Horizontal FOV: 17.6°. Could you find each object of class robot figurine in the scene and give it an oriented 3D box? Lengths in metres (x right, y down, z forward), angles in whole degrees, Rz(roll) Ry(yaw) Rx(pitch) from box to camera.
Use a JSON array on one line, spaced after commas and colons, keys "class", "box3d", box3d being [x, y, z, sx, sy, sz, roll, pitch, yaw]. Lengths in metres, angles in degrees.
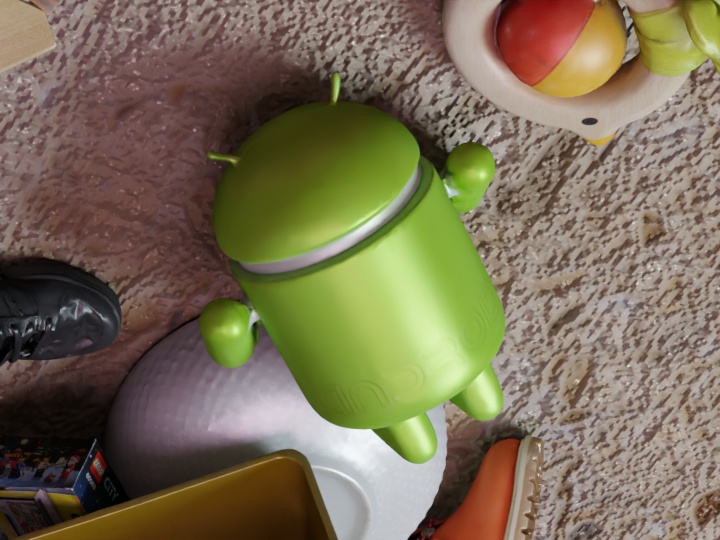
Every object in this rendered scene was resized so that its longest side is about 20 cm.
[{"class": "robot figurine", "box3d": [0.000, 0.000, 1.201, 0.175, 0.116, 0.200, -33, 115, -7]}]

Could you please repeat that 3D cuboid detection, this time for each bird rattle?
[{"class": "bird rattle", "box3d": [0.107, -0.129, 1.147, 0.200, 0.113, 0.163, 20, 139, -21]}]

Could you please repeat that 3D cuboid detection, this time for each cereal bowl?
[{"class": "cereal bowl", "box3d": [-0.044, 0.116, 1.322, 0.200, 0.083, 0.200, -6, 131, -7]}]

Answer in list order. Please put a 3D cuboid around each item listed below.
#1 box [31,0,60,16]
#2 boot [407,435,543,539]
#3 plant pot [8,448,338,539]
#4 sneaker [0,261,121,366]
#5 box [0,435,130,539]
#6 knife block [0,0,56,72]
[{"class": "box", "box3d": [-0.241, -0.153, 1.070, 0.200, 0.039, 0.137, 36, 98, -33]}, {"class": "boot", "box3d": [0.042, 0.178, 1.393, 0.107, 0.075, 0.200, 24, 105, 6]}, {"class": "plant pot", "box3d": [-0.085, 0.249, 1.240, 0.200, 0.200, 0.176, -18, 141, -7]}, {"class": "sneaker", "box3d": [-0.214, 0.040, 1.205, 0.200, 0.104, 0.060, 11, 126, -24]}, {"class": "box", "box3d": [-0.179, 0.173, 1.334, 0.136, 0.038, 0.200, 1, 135, 25]}, {"class": "knife block", "box3d": [-0.259, -0.075, 1.027, 0.200, 0.064, 0.176, 20, 99, -30]}]
